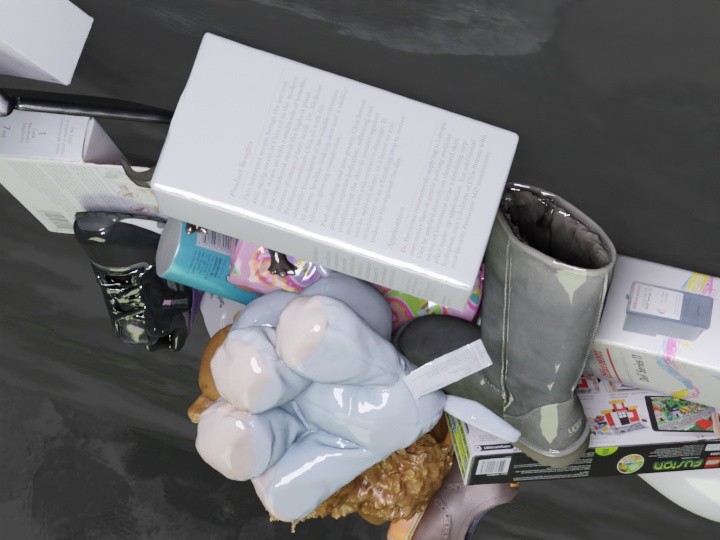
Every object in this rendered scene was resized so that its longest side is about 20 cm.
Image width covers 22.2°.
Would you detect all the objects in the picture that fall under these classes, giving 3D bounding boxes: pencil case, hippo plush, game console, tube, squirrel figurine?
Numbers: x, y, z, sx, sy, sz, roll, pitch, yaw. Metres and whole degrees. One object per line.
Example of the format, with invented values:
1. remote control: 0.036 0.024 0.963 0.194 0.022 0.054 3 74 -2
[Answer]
1. pencil case: 0.000 0.000 1.371 0.198 0.088 0.087 19 167 -5
2. hippo plush: -0.024 0.048 1.229 0.198 0.161 0.160 -23 126 2
3. game console: -0.226 -0.068 1.173 0.116 0.176 0.200 39 174 -18
4. tube: -0.061 0.006 1.438 0.198 0.078 0.050 17 163 -22
5. squirrel figurine: -0.030 0.106 1.360 0.186 0.142 0.200 29 -167 -13

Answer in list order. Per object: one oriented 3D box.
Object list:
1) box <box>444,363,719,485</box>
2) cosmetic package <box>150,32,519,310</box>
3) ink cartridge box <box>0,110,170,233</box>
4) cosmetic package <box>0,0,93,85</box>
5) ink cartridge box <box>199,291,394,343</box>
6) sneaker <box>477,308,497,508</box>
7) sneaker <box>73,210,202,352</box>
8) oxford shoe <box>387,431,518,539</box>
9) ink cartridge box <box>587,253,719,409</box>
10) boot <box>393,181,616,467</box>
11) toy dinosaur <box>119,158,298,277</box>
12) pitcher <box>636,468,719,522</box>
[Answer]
1. box: 0.162 0.099 1.339 0.198 0.111 0.035 -2 134 -12
2. cosmetic package: -0.015 -0.057 1.098 0.198 0.102 0.071 19 168 2
3. ink cartridge box: -0.189 -0.070 1.425 0.172 0.044 0.200 5 165 9
4. cosmetic package: -0.247 -0.174 1.047 0.082 0.051 0.200 14 167 34
5. ink cartridge box: -0.024 0.073 1.553 0.199 0.084 0.145 27 -157 -33
6. sneaker: 0.093 0.100 1.507 0.117 0.074 0.202 18 124 6
7. sneaker: -0.175 0.014 1.476 0.075 0.088 0.200 4 165 18
8. oxford shoe: 0.100 0.139 1.412 0.073 0.201 0.071 31 -173 15
9. ink cartridge box: 0.219 0.045 1.274 0.198 0.068 0.117 14 166 19
10. boot: 0.092 0.024 1.227 0.181 0.073 0.201 27 148 29
11. toy dinosaur: -0.068 -0.062 1.228 0.199 0.103 0.077 25 -149 27
12. pitcher: 0.266 0.120 1.459 0.198 0.122 0.172 16 -161 13
